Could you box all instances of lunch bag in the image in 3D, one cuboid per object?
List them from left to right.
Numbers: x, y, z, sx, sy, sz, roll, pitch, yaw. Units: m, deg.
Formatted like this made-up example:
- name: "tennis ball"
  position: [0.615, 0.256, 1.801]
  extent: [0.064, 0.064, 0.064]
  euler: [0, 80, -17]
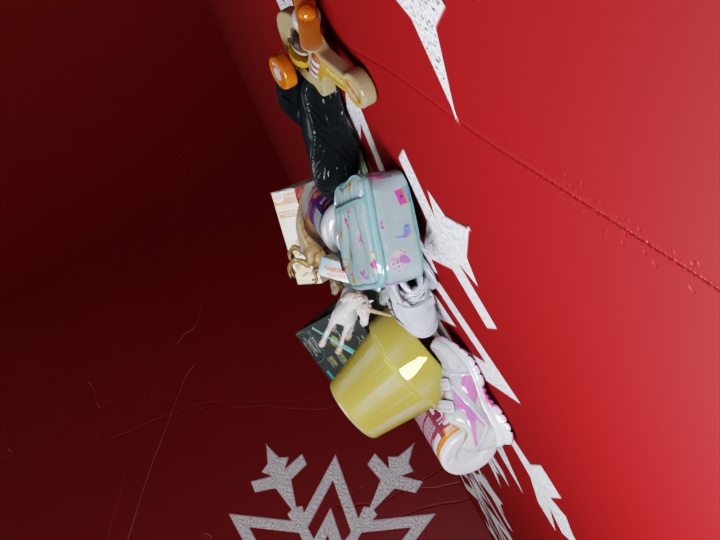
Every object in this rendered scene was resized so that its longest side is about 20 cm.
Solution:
- name: "lunch bag"
  position: [0.017, -0.057, 1.071]
  extent: [0.200, 0.077, 0.161]
  euler: [173, 85, -75]

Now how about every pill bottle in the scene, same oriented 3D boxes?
- name: "pill bottle"
  position: [-0.029, -0.094, 1.474]
  extent: [0.112, 0.111, 0.200]
  euler: [64, 175, -26]
- name: "pill bottle"
  position: [0.163, 0.271, 1.467]
  extent: [0.200, 0.114, 0.114]
  euler: [57, 173, 51]

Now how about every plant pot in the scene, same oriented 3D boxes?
- name: "plant pot"
  position: [0.055, 0.188, 1.393]
  extent: [0.201, 0.189, 0.201]
  euler: [49, -172, -9]

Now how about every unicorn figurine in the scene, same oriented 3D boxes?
- name: "unicorn figurine"
  position: [-0.020, 0.077, 1.374]
  extent: [0.074, 0.138, 0.200]
  euler: [18, -157, -15]

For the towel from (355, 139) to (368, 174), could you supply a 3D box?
- name: "towel"
  position: [-0.035, -0.222, 1.330]
  extent: [0.200, 0.023, 0.153]
  euler: [60, 175, 36]

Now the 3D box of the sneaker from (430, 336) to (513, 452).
- name: "sneaker"
  position: [0.156, 0.199, 1.231]
  extent: [0.200, 0.088, 0.081]
  euler: [61, 176, 15]

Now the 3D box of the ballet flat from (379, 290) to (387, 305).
- name: "ballet flat"
  position: [0.076, 0.071, 1.585]
  extent: [0.200, 0.071, 0.071]
  euler: [63, 176, -7]

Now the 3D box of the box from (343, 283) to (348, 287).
- name: "box"
  position: [0.003, 0.007, 1.880]
  extent: [0.176, 0.097, 0.200]
  euler: [58, 175, 48]

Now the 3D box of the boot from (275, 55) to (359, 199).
- name: "boot"
  position: [-0.070, -0.229, 1.232]
  extent: [0.168, 0.076, 0.200]
  euler: [-130, 25, -59]

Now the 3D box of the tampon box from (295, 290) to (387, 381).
- name: "tampon box"
  position: [-0.007, 0.132, 1.677]
  extent: [0.200, 0.126, 0.150]
  euler: [-30, 97, 47]

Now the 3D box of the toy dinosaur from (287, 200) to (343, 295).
- name: "toy dinosaur"
  position: [-0.101, -0.041, 1.534]
  extent: [0.200, 0.106, 0.060]
  euler: [59, -155, -17]

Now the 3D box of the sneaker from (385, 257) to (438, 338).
- name: "sneaker"
  position: [0.079, 0.037, 1.216]
  extent: [0.115, 0.075, 0.200]
  euler: [-121, 7, -66]

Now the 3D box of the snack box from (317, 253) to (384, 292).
- name: "snack box"
  position: [0.000, 0.000, 1.451]
  extent: [0.200, 0.116, 0.037]
  euler: [-20, -56, -79]

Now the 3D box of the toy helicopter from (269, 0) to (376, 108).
- name: "toy helicopter"
  position: [-0.043, -0.263, 0.950]
  extent: [0.200, 0.079, 0.132]
  euler: [46, 158, 37]

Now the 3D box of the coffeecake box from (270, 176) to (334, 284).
- name: "coffeecake box"
  position: [-0.085, -0.091, 1.630]
  extent: [0.073, 0.153, 0.200]
  euler: [-5, 107, 41]
